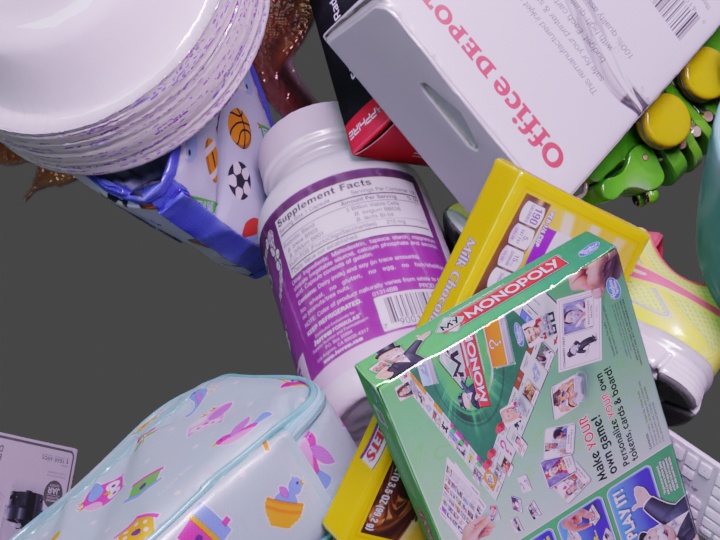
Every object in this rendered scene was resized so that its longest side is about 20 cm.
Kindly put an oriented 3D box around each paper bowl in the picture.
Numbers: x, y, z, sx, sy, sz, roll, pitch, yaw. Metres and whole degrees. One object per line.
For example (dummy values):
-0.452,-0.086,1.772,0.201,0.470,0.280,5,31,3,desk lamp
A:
-0.158,-0.164,0.697,0.198,0.104,0.203,-5,70,15,paper bowl

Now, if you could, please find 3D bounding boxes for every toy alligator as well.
0.163,-0.066,0.707,0.054,0.059,0.200,44,73,-8,toy alligator

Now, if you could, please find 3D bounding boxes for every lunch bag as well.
-0.105,0.136,0.652,0.200,0.078,0.160,-39,20,-28,lunch bag
-0.129,-0.100,0.814,0.123,0.170,0.202,-30,66,11,lunch bag

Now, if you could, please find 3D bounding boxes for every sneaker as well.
0.132,0.006,0.715,0.090,0.078,0.199,-44,55,-16,sneaker

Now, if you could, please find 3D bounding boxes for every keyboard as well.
0.209,0.138,0.643,0.199,0.057,0.011,35,57,30,keyboard

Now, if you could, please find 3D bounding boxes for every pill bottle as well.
0.000,0.000,0.749,0.112,0.112,0.202,-29,58,16,pill bottle

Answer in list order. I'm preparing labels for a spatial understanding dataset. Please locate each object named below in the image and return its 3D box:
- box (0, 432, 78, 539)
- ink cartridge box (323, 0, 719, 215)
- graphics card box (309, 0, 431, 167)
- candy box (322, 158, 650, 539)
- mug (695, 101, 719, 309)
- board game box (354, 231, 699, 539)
-0.261,0.209,0.822,0.059,0.116,0.203,0,76,26,box
0.101,-0.144,0.680,0.145,0.084,0.200,48,69,-11,ink cartridge box
0.030,-0.159,0.774,0.051,0.124,0.202,-37,60,43,graphics card box
0.065,0.054,0.624,0.026,0.102,0.202,34,102,50,candy box
0.249,-0.036,0.628,0.150,0.115,0.186,9,51,15,mug
0.091,0.099,0.616,0.134,0.202,0.029,-28,27,-12,board game box
